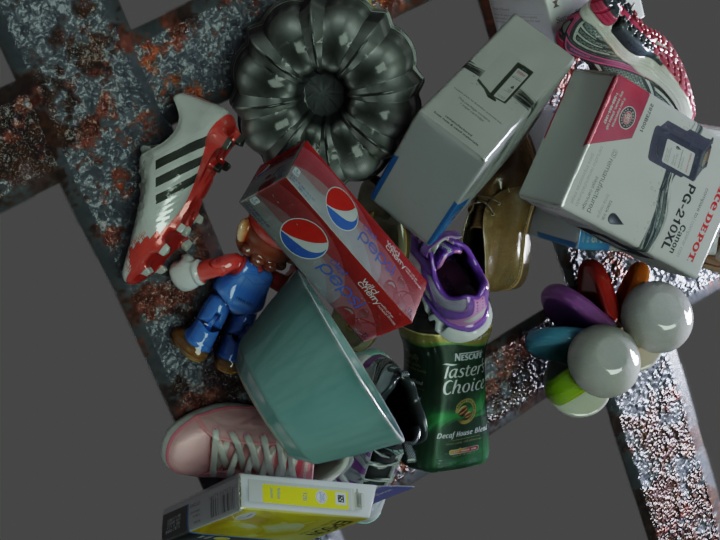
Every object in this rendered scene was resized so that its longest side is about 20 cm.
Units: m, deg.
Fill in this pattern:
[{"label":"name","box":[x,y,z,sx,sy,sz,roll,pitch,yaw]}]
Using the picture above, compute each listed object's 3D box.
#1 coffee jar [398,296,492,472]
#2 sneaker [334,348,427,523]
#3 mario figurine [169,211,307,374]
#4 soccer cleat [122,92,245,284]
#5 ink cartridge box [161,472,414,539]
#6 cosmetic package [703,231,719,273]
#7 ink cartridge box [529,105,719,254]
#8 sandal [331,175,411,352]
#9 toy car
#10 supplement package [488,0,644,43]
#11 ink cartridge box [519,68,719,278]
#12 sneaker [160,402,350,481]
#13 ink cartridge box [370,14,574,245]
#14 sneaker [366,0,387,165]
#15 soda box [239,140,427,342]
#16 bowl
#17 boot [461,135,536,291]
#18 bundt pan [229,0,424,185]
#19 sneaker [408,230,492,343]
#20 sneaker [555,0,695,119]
[{"label":"coffee jar","box":[0.094,0.118,1.477,0.104,0.085,0.202,-6,104,-26]},{"label":"sneaker","box":[0.025,0.195,1.427,0.077,0.140,0.202,-6,104,-26]},{"label":"mario figurine","box":[-0.117,0.000,1.364,0.201,0.106,0.123,-60,155,8]},{"label":"soccer cleat","box":[-0.192,-0.080,1.304,0.085,0.069,0.201,34,105,11]},{"label":"ink cartridge box","box":[-0.077,0.254,1.363,0.199,0.197,0.047,12,64,-27]},{"label":"cosmetic package","box":[0.439,-0.049,1.552,0.087,0.200,0.104,25,88,-28]},{"label":"ink cartridge box","box":[0.293,-0.103,1.495,0.199,0.147,0.147,2,100,-27]},{"label":"sandal","box":[0.000,0.000,1.385,0.054,0.080,0.201,-11,126,-44]},{"label":"toy car","box":[0.277,0.067,1.535,0.200,0.175,0.150,-37,81,-15]},{"label":"supplement package","box":[0.202,-0.348,1.409,0.121,0.120,0.201,-26,112,-18]},{"label":"ink cartridge box","box":[0.284,-0.098,1.360,0.199,0.084,0.146,24,90,-28]},{"label":"sneaker","box":[-0.103,0.189,1.383,0.199,0.105,0.076,0,105,-27]},{"label":"ink cartridge box","box":[0.114,-0.143,1.329,0.084,0.146,0.200,37,51,6]},{"label":"sneaker","box":[-0.011,-0.198,1.361,0.090,0.075,0.201,-25,106,-12]},{"label":"soda box","box":[-0.023,-0.026,1.290,0.200,0.070,0.064,49,39,-22]},{"label":"bowl","box":[-0.051,0.111,1.308,0.105,0.201,0.201,-32,115,1]},{"label":"boot","box":[0.150,-0.075,1.455,0.075,0.073,0.202,-6,98,-50]},{"label":"bundt pan","box":[-0.036,-0.173,1.301,0.200,0.076,0.204,1,104,3]},{"label":"sneaker","box":[0.073,-0.022,1.391,0.080,0.089,0.201,-34,75,-15]},{"label":"sneaker","box":[0.284,-0.218,1.385,0.074,0.081,0.200,-33,130,29]}]
